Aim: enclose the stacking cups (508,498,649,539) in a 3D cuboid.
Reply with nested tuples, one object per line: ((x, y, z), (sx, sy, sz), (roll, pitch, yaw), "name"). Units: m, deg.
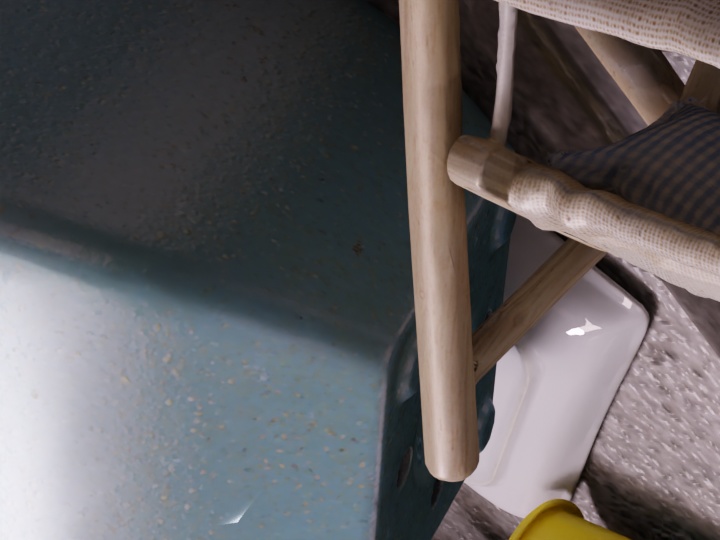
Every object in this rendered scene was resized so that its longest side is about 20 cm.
((0.141, 0.136, 1.002), (0.199, 0.061, 0.061), (18, 150, 33), "stacking cups")

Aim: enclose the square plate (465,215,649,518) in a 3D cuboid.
((0.000, 0.000, 1.014), (0.200, 0.028, 0.198), (38, 159, 11), "square plate")

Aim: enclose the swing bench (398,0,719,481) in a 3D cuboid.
((0.099, -0.028, 0.661), (0.198, 0.130, 0.201), (24, 147, 40), "swing bench")

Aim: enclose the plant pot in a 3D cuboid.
((-0.063, 0.013, 0.886), (0.199, 0.196, 0.197), (15, 127, 14), "plant pot")
